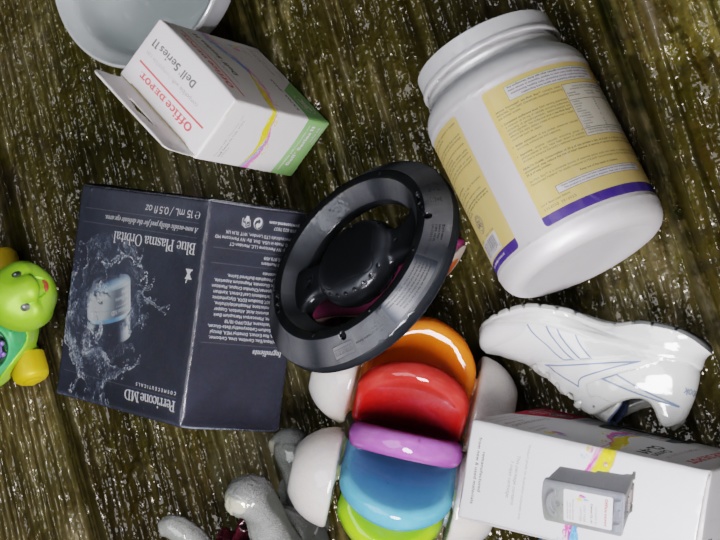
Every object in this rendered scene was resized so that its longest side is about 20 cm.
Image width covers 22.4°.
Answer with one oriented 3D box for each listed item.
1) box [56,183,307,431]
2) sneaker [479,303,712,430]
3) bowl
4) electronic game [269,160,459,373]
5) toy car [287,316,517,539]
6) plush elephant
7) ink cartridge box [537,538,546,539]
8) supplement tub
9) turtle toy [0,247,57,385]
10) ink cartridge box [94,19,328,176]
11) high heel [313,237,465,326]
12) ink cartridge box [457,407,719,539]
[{"bbox_3d":[-0.164,0.031,1.638,0.196,0.117,0.201,8,92,47],"label":"box"},{"bbox_3d":[0.183,0.077,1.483,0.199,0.074,0.088,9,83,31],"label":"sneaker"},{"bbox_3d":[-0.187,-0.285,1.709,0.200,0.090,0.202,-1,87,29],"label":"bowl"},{"bbox_3d":[0.001,-0.005,1.514,0.200,0.042,0.201,-29,41,29],"label":"electronic game"},{"bbox_3d":[0.038,0.134,1.490,0.174,0.150,0.201,13,77,-1],"label":"toy car"},{"bbox_3d":[-0.105,0.254,1.583,0.154,0.165,0.201,-15,106,18],"label":"plush elephant"},{"bbox_3d":[0.195,0.316,1.459,0.116,0.068,0.201,12,107,30],"label":"ink cartridge box"},{"bbox_3d":[0.142,-0.095,1.480,0.145,0.145,0.201,-32,72,24],"label":"supplement tub"},{"bbox_3d":[-0.372,0.049,1.791,0.199,0.101,0.146,-25,76,26],"label":"turtle toy"},{"bbox_3d":[-0.129,-0.153,1.606,0.117,0.200,0.067,47,109,23],"label":"ink cartridge box"},{"bbox_3d":[0.000,0.000,1.597,0.200,0.067,0.096,-35,82,27],"label":"high heel"},{"bbox_3d":[0.199,0.170,1.433,0.199,0.147,0.086,9,94,29],"label":"ink cartridge box"}]
